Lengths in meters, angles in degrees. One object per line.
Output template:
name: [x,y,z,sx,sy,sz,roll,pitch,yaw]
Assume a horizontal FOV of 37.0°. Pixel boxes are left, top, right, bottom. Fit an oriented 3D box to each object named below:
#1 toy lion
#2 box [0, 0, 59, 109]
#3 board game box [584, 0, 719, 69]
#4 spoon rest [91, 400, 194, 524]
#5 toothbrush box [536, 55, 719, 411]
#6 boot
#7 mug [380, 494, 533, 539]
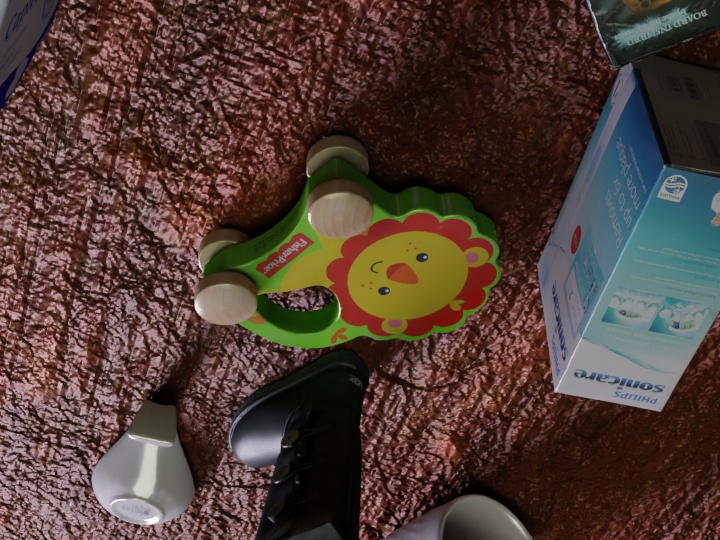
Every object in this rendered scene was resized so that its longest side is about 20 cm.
toy lion: [0.000,0.000,0.836,0.200,0.069,0.192,-36,127,27]
box: [-0.223,-0.194,0.601,0.105,0.184,0.200,21,127,-13]
board game box: [0.229,-0.219,0.663,0.200,0.028,0.135,-19,126,16]
spoon rest: [-0.196,0.178,0.994,0.099,0.061,0.200,14,141,-8]
toothbrush box: [0.198,-0.025,0.748,0.085,0.147,0.200,10,130,-6]
boot: [-0.062,0.177,0.886,0.066,0.200,0.165,35,122,-23]
mug: [0.086,0.316,1.046,0.200,0.148,0.175,8,146,-44]
